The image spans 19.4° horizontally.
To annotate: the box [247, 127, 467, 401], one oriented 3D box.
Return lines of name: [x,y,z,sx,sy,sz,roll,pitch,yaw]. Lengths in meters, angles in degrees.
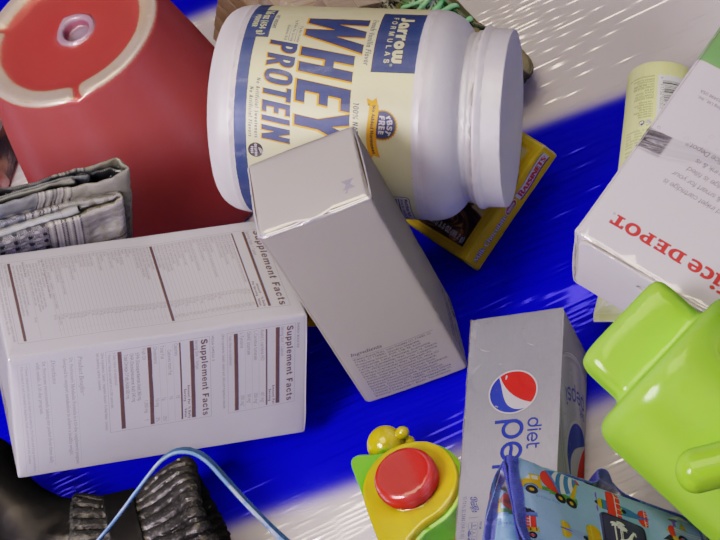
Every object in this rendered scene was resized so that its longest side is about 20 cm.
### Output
box: [0.000,0.000,1.405,0.082,0.200,0.068,-19,49,9]

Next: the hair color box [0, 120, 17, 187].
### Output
hair color box: [-0.329,-0.100,1.680,0.064,0.111,0.200,0,56,23]

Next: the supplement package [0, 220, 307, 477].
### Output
supplement package: [-0.145,0.052,1.434,0.200,0.110,0.114,-8,40,-12]

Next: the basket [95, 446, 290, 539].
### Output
basket: [-0.111,0.234,1.298,0.176,0.139,0.200,42,89,0]

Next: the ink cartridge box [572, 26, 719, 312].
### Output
ink cartridge box: [0.250,-0.046,1.384,0.146,0.084,0.200,32,72,16]

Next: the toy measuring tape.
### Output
toy measuring tape: [0.050,0.174,1.344,0.074,0.074,0.200,-26,50,4]

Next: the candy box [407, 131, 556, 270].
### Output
candy box: [0.043,-0.090,1.552,0.200,0.026,0.102,35,90,38]

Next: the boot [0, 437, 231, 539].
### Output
boot: [-0.184,0.164,1.443,0.158,0.079,0.211,-35,56,1]

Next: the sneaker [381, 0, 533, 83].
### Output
sneaker: [0.048,-0.191,1.599,0.077,0.089,0.200,-44,51,-12]

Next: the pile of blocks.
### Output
pile of blocks: [-0.039,-0.187,1.636,0.062,0.082,0.200,-17,20,-31]

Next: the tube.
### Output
tube: [0.204,-0.051,1.460,0.058,0.052,0.200,-29,44,46]

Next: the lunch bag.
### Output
lunch bag: [0.145,0.203,1.234,0.150,0.094,0.200,19,44,-16]

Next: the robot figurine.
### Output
robot figurine: [0.226,0.098,1.256,0.200,0.175,0.116,43,89,7]

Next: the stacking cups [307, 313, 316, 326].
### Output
stacking cups: [-0.042,-0.059,1.543,0.060,0.061,0.200,-16,58,11]

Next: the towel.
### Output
towel: [-0.247,0.013,1.477,0.192,0.200,0.035,-15,55,-13]

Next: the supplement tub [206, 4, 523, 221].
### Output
supplement tub: [0.006,-0.109,1.451,0.200,0.145,0.145,3,56,11]

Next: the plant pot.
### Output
plant pot: [-0.184,-0.126,1.594,0.200,0.177,0.201,-11,51,15]

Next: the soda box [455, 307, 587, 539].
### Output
soda box: [0.106,0.125,1.358,0.068,0.063,0.200,-8,53,19]
